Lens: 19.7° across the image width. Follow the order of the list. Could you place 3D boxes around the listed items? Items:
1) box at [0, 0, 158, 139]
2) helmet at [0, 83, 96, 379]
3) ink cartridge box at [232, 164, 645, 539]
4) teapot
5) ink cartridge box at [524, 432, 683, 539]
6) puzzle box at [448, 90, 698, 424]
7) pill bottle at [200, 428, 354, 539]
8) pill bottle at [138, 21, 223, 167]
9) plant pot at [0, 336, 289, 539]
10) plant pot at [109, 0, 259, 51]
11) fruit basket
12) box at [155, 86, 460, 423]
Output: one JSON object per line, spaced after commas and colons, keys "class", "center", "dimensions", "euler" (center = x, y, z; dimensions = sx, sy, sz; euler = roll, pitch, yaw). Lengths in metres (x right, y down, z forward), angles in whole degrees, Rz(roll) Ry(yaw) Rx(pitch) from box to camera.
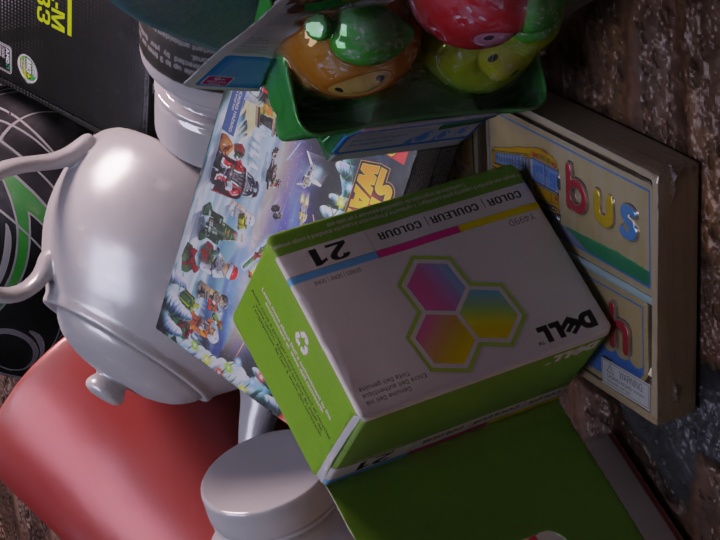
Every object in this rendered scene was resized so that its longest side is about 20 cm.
{"class": "box", "center": [-0.185, -0.199, 1.343], "dimensions": [0.193, 0.047, 0.201], "euler": [30, 127, 35]}
{"class": "helmet", "center": [-0.223, -0.036, 1.473], "dimensions": [0.200, 0.200, 0.191], "euler": [42, 119, 46]}
{"class": "ink cartridge box", "center": [0.052, 0.065, 0.991], "dimensions": [0.200, 0.147, 0.076], "euler": [60, 150, 22]}
{"class": "teapot", "center": [-0.128, 0.014, 1.285], "dimensions": [0.200, 0.146, 0.197], "euler": [29, 169, 21]}
{"class": "ink cartridge box", "center": [0.108, 0.204, 1.095], "dimensions": [0.145, 0.083, 0.200], "euler": [57, 150, 27]}
{"class": "puzzle box", "center": [0.098, -0.021, 1.043], "dimensions": [0.200, 0.025, 0.133], "euler": [33, 133, 53]}
{"class": "pill bottle", "center": [-0.029, 0.203, 1.289], "dimensions": [0.112, 0.112, 0.200], "euler": [30, 143, 54]}
{"class": "pill bottle", "center": [-0.071, -0.164, 1.185], "dimensions": [0.114, 0.114, 0.200], "euler": [47, 144, 41]}
{"class": "plant pot", "center": [-0.126, 0.138, 1.412], "dimensions": [0.177, 0.200, 0.201], "euler": [50, 147, 24]}
{"class": "plant pot", "center": [-0.068, -0.229, 0.959], "dimensions": [0.196, 0.200, 0.197], "euler": [-29, 78, 28]}
{"class": "fruit basket", "center": [0.037, -0.111, 0.928], "dimensions": [0.200, 0.185, 0.094], "euler": [-16, 83, 64]}
{"class": "box", "center": [-0.030, -0.025, 1.116], "dimensions": [0.137, 0.040, 0.201], "euler": [32, 116, 32]}
